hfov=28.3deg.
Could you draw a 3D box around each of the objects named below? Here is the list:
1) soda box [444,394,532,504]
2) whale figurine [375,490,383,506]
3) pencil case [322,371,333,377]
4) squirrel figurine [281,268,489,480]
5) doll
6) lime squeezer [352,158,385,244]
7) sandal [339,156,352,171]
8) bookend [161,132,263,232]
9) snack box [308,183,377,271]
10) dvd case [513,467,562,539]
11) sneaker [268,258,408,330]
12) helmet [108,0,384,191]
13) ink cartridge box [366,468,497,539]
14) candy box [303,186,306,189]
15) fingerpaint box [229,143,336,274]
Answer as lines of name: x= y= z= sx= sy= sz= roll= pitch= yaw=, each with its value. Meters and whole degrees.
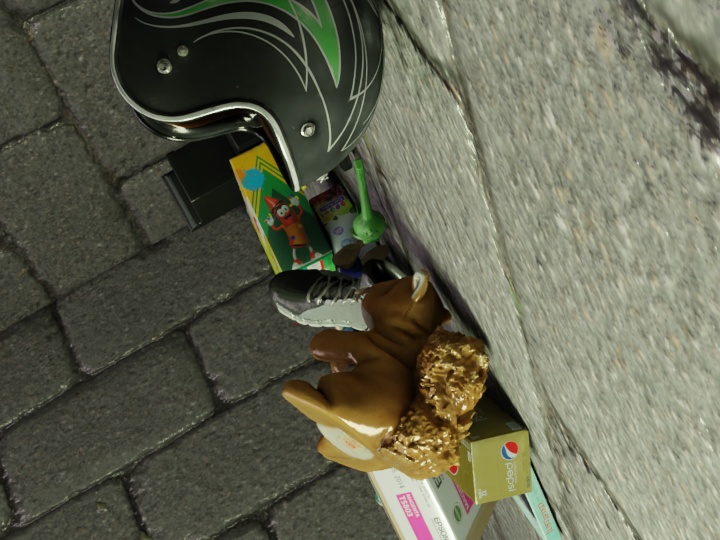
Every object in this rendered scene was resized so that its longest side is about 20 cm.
soda box: x=0.108 y=0.169 z=1.480 sx=0.200 sy=0.063 sz=0.069 roll=-142 pitch=44 yaw=-68
whale figurine: x=0.094 y=0.267 z=1.829 sx=0.105 sy=0.157 sz=0.202 roll=82 pitch=180 yaw=-46
pencil case: x=0.018 y=0.174 z=1.820 sx=0.094 sy=0.090 sz=0.201 roll=57 pitch=-178 yaw=-33
squirrel figurine: x=0.048 y=0.099 z=1.413 sx=0.198 sy=0.188 sz=0.142 roll=15 pitch=153 yaw=35
doll: x=0.018 y=0.063 z=1.737 sx=0.049 sy=0.135 sz=0.202 roll=-54 pitch=-42 yaw=-46
lime squeezer: x=0.002 y=-0.062 z=1.606 sx=0.071 sy=0.037 sz=0.200 roll=61 pitch=176 yaw=10
sandal: x=-0.067 y=-0.182 z=1.581 sx=0.202 sy=0.048 sz=0.076 roll=60 pitch=175 yaw=25
bookend: x=-0.168 y=-0.163 z=1.842 sx=0.093 sy=0.198 sz=0.199 roll=58 pitch=175 yaw=15
snack box: x=0.000 y=0.000 z=1.862 sx=0.143 sy=0.053 sz=0.201 roll=57 pitch=173 yaw=30
dvd case: x=0.154 y=0.197 z=1.583 sx=0.147 sy=0.022 sz=0.200 roll=65 pitch=175 yaw=-32
sneaker: x=-0.011 y=0.016 z=1.618 sx=0.116 sy=0.197 sz=0.076 roll=89 pitch=-163 yaw=-58
helmet: x=-0.075 y=-0.162 z=1.015 sx=0.200 sy=0.188 sz=0.203 roll=-174 pitch=90 yaw=-86
ink cartridge box: x=0.081 y=0.223 z=1.670 sx=0.202 sy=0.074 sz=0.165 roll=65 pitch=-150 yaw=-18
candy box: x=-0.131 y=-0.179 z=2.344 sx=0.103 sy=0.026 sz=0.200 roll=60 pitch=175 yaw=-9
fingerpaint box: x=-0.093 y=-0.052 z=1.835 sx=0.200 sy=0.073 sz=0.168 roll=82 pitch=163 yaw=-72
